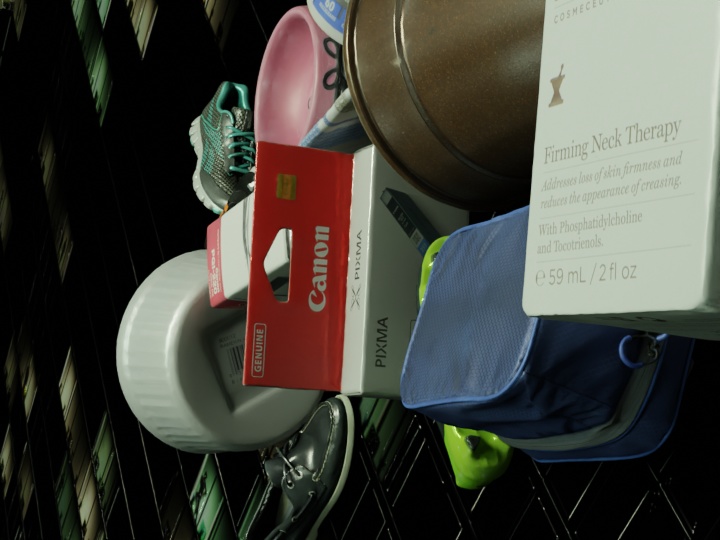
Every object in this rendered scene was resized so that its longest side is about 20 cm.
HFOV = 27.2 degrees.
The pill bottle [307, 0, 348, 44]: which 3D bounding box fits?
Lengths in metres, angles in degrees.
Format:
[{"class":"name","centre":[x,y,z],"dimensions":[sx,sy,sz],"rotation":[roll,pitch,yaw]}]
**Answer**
[{"class":"pill bottle","centre":[0.039,-0.287,1.249],"dimensions":[0.200,0.113,0.114],"rotation":[118,148,-41]}]

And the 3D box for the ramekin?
[{"class":"ramekin","centre":[-0.124,0.080,1.432],"dimensions":[0.098,0.199,0.202],"rotation":[1,85,58]}]

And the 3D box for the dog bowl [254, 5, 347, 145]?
[{"class":"dog bowl","centre":[-0.043,-0.169,1.451],"dimensions":[0.200,0.073,0.202],"rotation":[-174,90,-66]}]

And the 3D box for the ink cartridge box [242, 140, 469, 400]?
[{"class":"ink cartridge box","centre":[0.000,0.000,1.189],"dimensions":[0.045,0.175,0.201],"rotation":[167,107,-64]}]

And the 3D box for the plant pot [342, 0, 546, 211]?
[{"class":"plant pot","centre":[0.123,-0.156,0.954],"dimensions":[0.198,0.199,0.202],"rotation":[-17,68,56]}]

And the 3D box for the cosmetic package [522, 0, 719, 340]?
[{"class":"cosmetic package","centre":[0.200,-0.068,0.774],"dimensions":[0.167,0.165,0.201],"rotation":[173,104,-65]}]

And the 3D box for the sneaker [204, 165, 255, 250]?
[{"class":"sneaker","centre":[-0.118,-0.036,1.506],"dimensions":[0.070,0.090,0.200],"rotation":[47,165,7]}]

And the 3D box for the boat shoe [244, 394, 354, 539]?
[{"class":"boat shoe","centre":[-0.063,0.199,1.415],"dimensions":[0.075,0.066,0.200],"rotation":[-110,35,-45]}]

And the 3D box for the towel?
[{"class":"towel","centre":[0.021,-0.141,1.226],"dimensions":[0.024,0.146,0.200],"rotation":[60,143,10]}]

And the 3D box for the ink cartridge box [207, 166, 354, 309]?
[{"class":"ink cartridge box","centre":[-0.036,-0.021,1.310],"dimensions":[0.200,0.145,0.085],"rotation":[149,121,-62]}]

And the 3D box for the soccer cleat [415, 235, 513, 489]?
[{"class":"soccer cleat","centre":[0.075,0.071,1.148],"dimensions":[0.081,0.067,0.201],"rotation":[114,153,-60]}]

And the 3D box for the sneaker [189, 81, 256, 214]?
[{"class":"sneaker","centre":[-0.145,-0.138,1.676],"dimensions":[0.091,0.077,0.201],"rotation":[-60,35,35]}]

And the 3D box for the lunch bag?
[{"class":"lunch bag","centre":[0.131,0.044,0.948],"dimensions":[0.200,0.132,0.137],"rotation":[-16,54,65]}]
